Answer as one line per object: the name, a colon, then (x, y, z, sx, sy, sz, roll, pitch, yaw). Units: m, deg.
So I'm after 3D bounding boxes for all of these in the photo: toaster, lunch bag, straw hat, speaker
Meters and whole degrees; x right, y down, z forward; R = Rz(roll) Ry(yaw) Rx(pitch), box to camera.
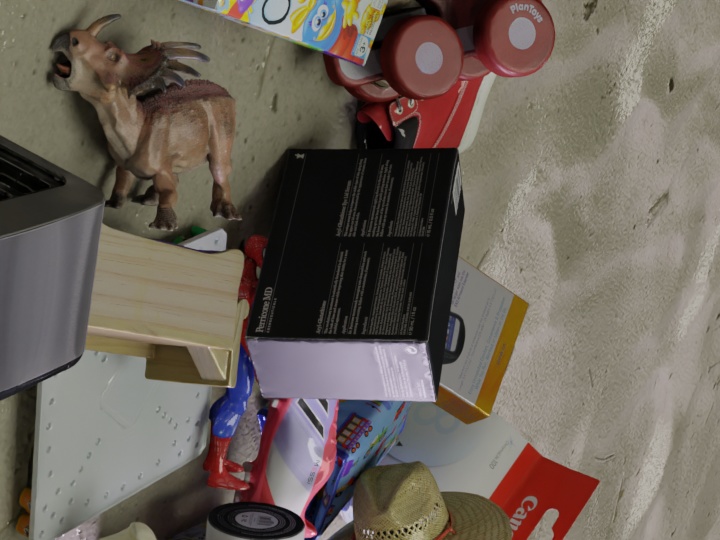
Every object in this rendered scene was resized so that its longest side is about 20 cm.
toaster: (-0.255, 0.000, 1.057, 0.180, 0.199, 0.119, -21, 132, -52)
lunch bag: (-0.012, 0.155, 1.708, 0.151, 0.094, 0.201, -50, 156, -34)
straw hat: (0.033, 0.211, 1.651, 0.201, 0.200, 0.086, -37, 122, -43)
speaker: (-0.093, 0.294, 1.532, 0.081, 0.081, 0.201, -14, 115, -56)

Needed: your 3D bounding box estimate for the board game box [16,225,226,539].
board game box: (-0.179, 0.081, 1.421, 0.200, 0.026, 0.201, -27, 131, -51)

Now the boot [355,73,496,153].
boot: (0.059, -0.179, 1.604, 0.144, 0.072, 0.201, -19, 129, -52)

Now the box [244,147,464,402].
box: (0.000, 0.000, 1.478, 0.079, 0.140, 0.201, 81, 16, -48)

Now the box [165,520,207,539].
box: (-0.152, 0.281, 1.558, 0.199, 0.048, 0.118, -20, 115, -48)

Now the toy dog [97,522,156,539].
toy dog: (-0.166, 0.278, 1.410, 0.199, 0.139, 0.195, -22, 135, -29)

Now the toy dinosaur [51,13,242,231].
toy dinosaur: (-0.128, -0.105, 1.326, 0.200, 0.085, 0.137, -10, 111, -64)

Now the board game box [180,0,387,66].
board game box: (-0.068, -0.221, 1.319, 0.200, 0.104, 0.104, 11, 101, -60)

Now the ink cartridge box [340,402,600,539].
ink cartridge box: (0.102, 0.207, 1.805, 0.160, 0.199, 0.047, -51, 148, -28)

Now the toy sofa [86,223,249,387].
toy sofa: (-0.167, 0.022, 1.290, 0.200, 0.082, 0.098, 12, 81, -55)

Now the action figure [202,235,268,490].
action figure: (-0.092, 0.070, 1.513, 0.065, 0.051, 0.201, -108, -157, -75)

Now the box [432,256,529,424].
box: (0.043, 0.031, 1.634, 0.041, 0.199, 0.120, -31, -149, 56)

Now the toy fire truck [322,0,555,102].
toy fire truck: (0.054, -0.226, 1.509, 0.199, 0.112, 0.169, -15, 99, -22)

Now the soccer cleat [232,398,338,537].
soccer cleat: (-0.044, 0.126, 1.559, 0.067, 0.076, 0.201, -117, -136, -71)
